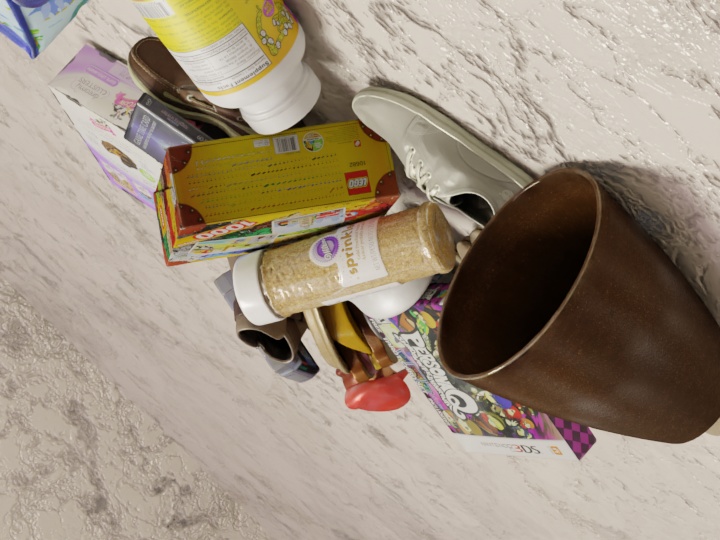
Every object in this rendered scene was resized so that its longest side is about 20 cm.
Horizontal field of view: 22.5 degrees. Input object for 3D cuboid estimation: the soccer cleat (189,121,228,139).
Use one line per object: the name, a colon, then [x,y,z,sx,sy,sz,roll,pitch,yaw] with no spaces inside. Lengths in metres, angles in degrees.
soccer cleat: [-0.114,-0.119,1.826,0.200,0.070,0.086,32,172,37]

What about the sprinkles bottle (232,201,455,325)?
sprinkles bottle: [-0.015,-0.006,1.654,0.200,0.068,0.068,-16,135,20]

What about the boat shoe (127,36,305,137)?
boat shoe: [-0.136,-0.179,1.733,0.202,0.075,0.075,29,149,15]

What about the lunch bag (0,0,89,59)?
lunch bag: [-0.262,-0.298,1.502,0.127,0.170,0.200,38,164,14]

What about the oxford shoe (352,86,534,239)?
oxford shoe: [0.065,-0.090,1.523,0.200,0.058,0.075,36,166,22]

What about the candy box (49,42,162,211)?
candy box: [-0.239,-0.142,2.036,0.168,0.072,0.200,32,162,29]

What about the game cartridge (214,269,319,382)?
game cartridge: [-0.101,0.066,2.066,0.130,0.038,0.200,51,-178,10]

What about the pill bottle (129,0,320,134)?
pill bottle: [-0.115,-0.209,1.528,0.104,0.104,0.200,20,155,50]

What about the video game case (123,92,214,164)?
video game case: [-0.141,-0.096,1.788,0.200,0.019,0.143,35,165,-5]

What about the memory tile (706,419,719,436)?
memory tile: [0.268,0.090,1.610,0.200,0.017,0.153,19,153,51]

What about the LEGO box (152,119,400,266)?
LEGO box: [-0.080,-0.070,1.644,0.149,0.200,0.077,129,131,-74]

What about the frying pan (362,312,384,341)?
frying pan: [0.031,0.025,1.899,0.190,0.031,0.115,-1,-107,-75]

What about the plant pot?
plant pot: [0.196,0.050,1.431,0.200,0.187,0.187,32,168,-23]

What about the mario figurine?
mario figurine: [-0.006,0.076,2.128,0.200,0.106,0.123,51,-160,2]

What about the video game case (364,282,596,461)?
video game case: [0.110,0.096,1.734,0.181,0.036,0.200,-3,127,56]

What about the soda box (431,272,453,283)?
soda box: [0.132,0.080,1.802,0.200,0.063,0.068,36,163,14]

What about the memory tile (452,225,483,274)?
memory tile: [0.160,0.045,1.657,0.200,0.017,0.153,49,166,2]

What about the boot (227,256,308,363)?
boot: [-0.114,0.002,1.910,0.070,0.146,0.200,-17,142,32]

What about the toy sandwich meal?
toy sandwich meal: [-0.018,0.022,1.927,0.205,0.070,0.205,-17,-90,-83]

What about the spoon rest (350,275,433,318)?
spoon rest: [0.000,0.000,1.759,0.200,0.099,0.061,2,154,44]
